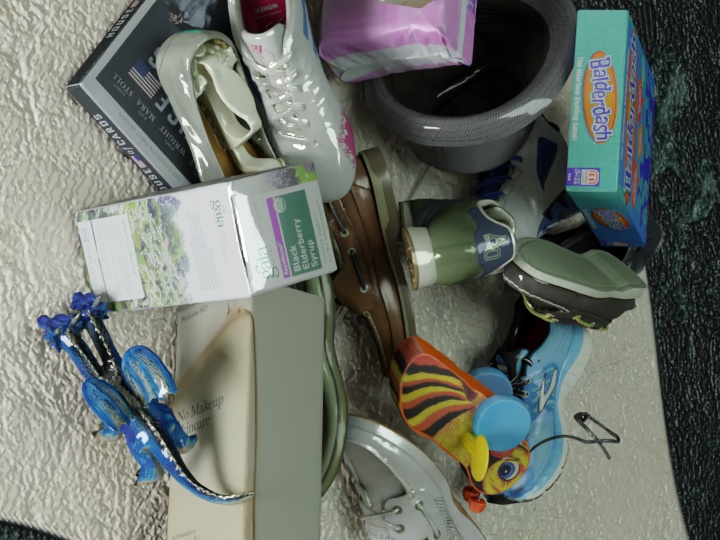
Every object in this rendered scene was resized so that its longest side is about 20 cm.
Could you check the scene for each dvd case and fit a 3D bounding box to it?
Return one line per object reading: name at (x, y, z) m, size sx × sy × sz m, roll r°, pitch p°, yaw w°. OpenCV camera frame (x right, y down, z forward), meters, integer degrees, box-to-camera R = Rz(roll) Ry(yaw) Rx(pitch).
dvd case at (-0.121, -0.158, 1.444) m, size 0.150 × 0.025 × 0.200 m, roll 49°, pitch 56°, yaw -27°

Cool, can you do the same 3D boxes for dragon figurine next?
dragon figurine at (-0.158, 0.094, 1.313) m, size 0.059 × 0.200 × 0.100 m, roll -34°, pitch 139°, yaw -16°

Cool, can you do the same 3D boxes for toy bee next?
toy bee at (0.097, 0.140, 1.500) m, size 0.200 × 0.131 × 0.109 m, roll 31°, pitch 102°, yaw -2°

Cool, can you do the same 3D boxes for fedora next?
fedora at (0.096, -0.155, 1.568) m, size 0.090 × 0.177 × 0.200 m, roll 76°, pitch 28°, yaw -48°

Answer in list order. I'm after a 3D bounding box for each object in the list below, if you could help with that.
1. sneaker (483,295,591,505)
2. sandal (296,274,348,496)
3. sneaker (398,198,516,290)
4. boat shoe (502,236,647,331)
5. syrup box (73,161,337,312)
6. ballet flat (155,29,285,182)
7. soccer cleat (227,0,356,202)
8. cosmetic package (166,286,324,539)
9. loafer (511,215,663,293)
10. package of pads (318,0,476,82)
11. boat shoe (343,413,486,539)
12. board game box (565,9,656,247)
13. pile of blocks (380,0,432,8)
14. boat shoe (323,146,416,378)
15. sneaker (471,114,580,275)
sneaker at (0.133, 0.107, 1.603) m, size 0.090 × 0.078 × 0.200 m, roll 46°, pitch 49°, yaw -41°
sandal at (-0.048, 0.078, 1.465) m, size 0.057 × 0.080 × 0.201 m, roll -5°, pitch 86°, yaw -15°
sneaker at (0.079, -0.024, 1.488) m, size 0.090 × 0.200 × 0.067 m, roll -10°, pitch 98°, yaw 1°
boat shoe at (0.173, 0.018, 1.571) m, size 0.061 × 0.072 × 0.201 m, roll -53°, pitch 150°, yaw 18°
syrup box at (-0.112, -0.021, 1.322) m, size 0.081 × 0.200 × 0.079 m, roll -17°, pitch 96°, yaw -41°
ballet flat at (-0.091, -0.087, 1.405) m, size 0.067 × 0.064 × 0.200 m, roll -36°, pitch 110°, yaw -37°
soccer cleat at (-0.061, -0.145, 1.420) m, size 0.086 × 0.070 × 0.200 m, roll -27°, pitch 98°, yaw -77°
cosmetic package at (-0.083, 0.118, 1.373) m, size 0.073 × 0.103 × 0.200 m, roll 16°, pitch 62°, yaw -36°
loafer at (0.218, -0.014, 1.701) m, size 0.200 × 0.063 × 0.072 m, roll -13°, pitch 95°, yaw -41°
package of pads at (0.035, -0.256, 1.511) m, size 0.076 × 0.120 × 0.200 m, roll 34°, pitch 56°, yaw -57°
boat shoe at (0.034, 0.193, 1.509) m, size 0.069 × 0.071 × 0.200 m, roll -55°, pitch 128°, yaw -22°
board game box at (0.213, -0.115, 1.575) m, size 0.200 × 0.045 × 0.152 m, roll 36°, pitch 58°, yaw -70°
pile of blocks at (-0.012, -0.255, 1.439) m, size 0.062 × 0.200 × 0.082 m, roll 0°, pitch 105°, yaw -49°
boat shoe at (0.000, 0.000, 1.515) m, size 0.068 × 0.072 × 0.200 m, roll -14°, pitch 108°, yaw -8°
sneaker at (0.123, -0.076, 1.623) m, size 0.199 × 0.080 × 0.115 m, roll -39°, pitch 108°, yaw -44°
